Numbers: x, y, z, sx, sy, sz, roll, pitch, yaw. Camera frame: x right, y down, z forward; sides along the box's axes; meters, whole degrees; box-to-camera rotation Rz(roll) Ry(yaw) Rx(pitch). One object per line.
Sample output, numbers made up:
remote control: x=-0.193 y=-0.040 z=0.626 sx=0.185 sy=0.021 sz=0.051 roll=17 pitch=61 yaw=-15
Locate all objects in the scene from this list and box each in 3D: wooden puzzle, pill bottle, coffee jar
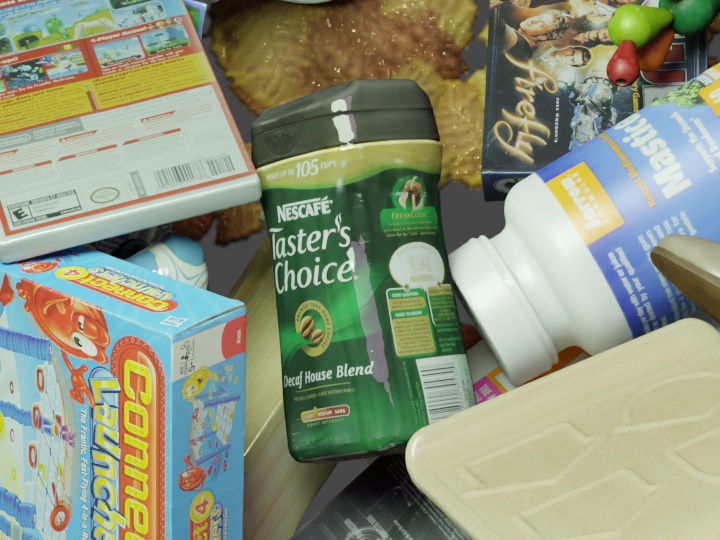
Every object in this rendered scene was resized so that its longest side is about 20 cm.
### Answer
wooden puzzle: x=0.140 y=0.104 z=1.159 sx=0.185 sy=0.046 sz=0.200 roll=-22 pitch=25 yaw=-13
pill bottle: x=0.149 y=-0.022 z=1.310 sx=0.200 sy=0.112 sz=0.112 roll=-31 pitch=61 yaw=-1
coffee jar: x=0.000 y=0.000 z=1.278 sx=0.085 sy=0.104 sz=0.200 roll=-3 pitch=83 yaw=-40

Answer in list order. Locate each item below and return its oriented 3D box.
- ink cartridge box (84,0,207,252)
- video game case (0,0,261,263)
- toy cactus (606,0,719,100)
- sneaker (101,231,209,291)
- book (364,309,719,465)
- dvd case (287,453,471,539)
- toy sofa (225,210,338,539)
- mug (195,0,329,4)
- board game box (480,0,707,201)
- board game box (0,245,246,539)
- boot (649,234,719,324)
ink cartridge box: x=-0.164 y=-0.072 z=1.404 sx=0.119 sy=0.042 sz=0.200 roll=17 pitch=106 yaw=17
video game case: x=-0.150 y=-0.093 z=1.306 sx=0.143 sy=0.017 sz=0.200 roll=-14 pitch=49 yaw=-11
toy cactus: x=0.235 y=-0.153 z=1.409 sx=0.200 sy=0.102 sz=0.165 roll=2 pitch=53 yaw=-8
sneaker: x=-0.143 y=0.024 z=1.351 sx=0.072 sy=0.200 sz=0.073 roll=29 pitch=67 yaw=-26
book: x=0.114 y=0.084 z=1.346 sx=0.200 sy=0.048 sz=0.134 roll=-36 pitch=56 yaw=-11
dvd case: x=0.000 y=0.198 z=1.280 sx=0.200 sy=0.016 sz=0.149 roll=-42 pitch=54 yaw=-2
toy sofa: x=-0.056 y=0.072 z=1.364 sx=0.083 sy=0.098 sz=0.200 roll=13 pitch=62 yaw=43
mug: x=-0.089 y=-0.224 z=1.472 sx=0.200 sy=0.175 sz=0.148 roll=25 pitch=64 yaw=-15
board game box: x=0.146 y=-0.137 z=1.464 sx=0.135 sy=0.035 sz=0.200 roll=0 pitch=61 yaw=8
board game box: x=-0.151 y=0.090 z=1.269 sx=0.196 sy=0.200 sz=0.056 roll=18 pitch=27 yaw=37
boot: x=0.270 y=-0.005 z=1.223 sx=0.200 sy=0.070 sz=0.146 roll=36 pitch=85 yaw=15
